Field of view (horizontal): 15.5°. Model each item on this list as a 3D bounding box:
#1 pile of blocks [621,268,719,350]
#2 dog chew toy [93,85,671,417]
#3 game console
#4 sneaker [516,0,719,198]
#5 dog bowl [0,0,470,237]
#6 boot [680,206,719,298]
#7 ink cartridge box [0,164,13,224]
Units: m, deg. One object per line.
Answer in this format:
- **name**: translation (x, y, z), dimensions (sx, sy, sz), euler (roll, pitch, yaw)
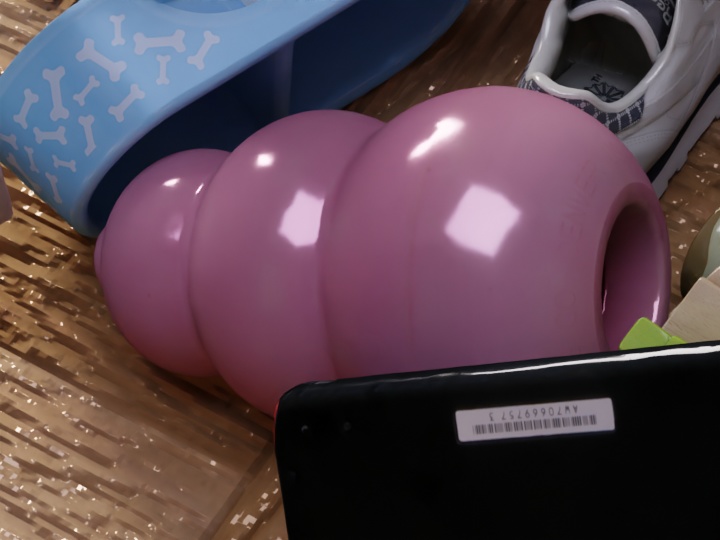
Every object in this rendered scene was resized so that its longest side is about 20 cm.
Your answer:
- **pile of blocks**: translation (0.136, 0.015, 0.770), dimensions (0.199, 0.062, 0.082), euler (-32, 62, 8)
- **dog chew toy**: translation (0.000, 0.000, 0.887), dimensions (0.199, 0.125, 0.125), euler (3, 56, 29)
- **game console**: translation (0.066, 0.112, 0.759), dimensions (0.199, 0.031, 0.178), euler (-8, 90, 36)
- **sneaker**: translation (0.115, -0.105, 0.962), dimensions (0.076, 0.081, 0.200), euler (19, 59, 20)
- **dog bowl**: translation (-0.040, -0.081, 0.952), dimensions (0.199, 0.112, 0.050), euler (-32, 74, -14)
- **boot**: translation (0.228, -0.008, 0.889), dimensions (0.200, 0.072, 0.155), euler (-38, 60, -11)
- **ink cartridge box**: translation (-0.234, -0.057, 0.894), dimensions (0.160, 0.047, 0.200), euler (-30, 60, -16)
